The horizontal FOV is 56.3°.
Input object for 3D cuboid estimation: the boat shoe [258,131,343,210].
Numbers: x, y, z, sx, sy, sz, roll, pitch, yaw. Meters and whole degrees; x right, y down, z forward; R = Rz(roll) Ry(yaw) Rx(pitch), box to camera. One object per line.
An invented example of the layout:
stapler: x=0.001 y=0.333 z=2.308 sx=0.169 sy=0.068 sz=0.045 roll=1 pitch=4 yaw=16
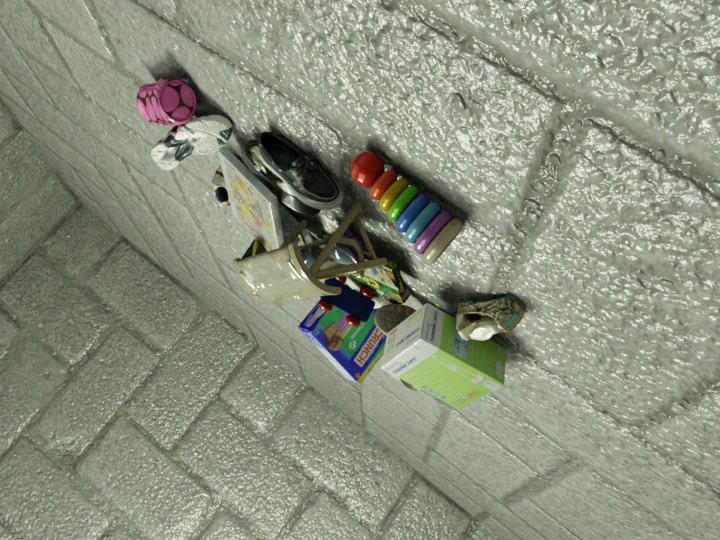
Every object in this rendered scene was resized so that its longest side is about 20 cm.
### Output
boat shoe: x=-0.113 y=-0.188 z=1.224 sx=0.199 sy=0.070 sz=0.067 roll=42 pitch=165 yaw=20

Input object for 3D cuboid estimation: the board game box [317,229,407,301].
board game box: x=0.003 y=-0.010 z=1.354 sx=0.197 sy=0.024 sz=0.106 roll=24 pitch=155 yaw=35

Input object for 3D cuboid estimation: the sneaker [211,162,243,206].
sneaker: x=-0.297 y=-0.180 z=1.557 sx=0.074 sy=0.091 sz=0.201 roll=32 pitch=160 yaw=20

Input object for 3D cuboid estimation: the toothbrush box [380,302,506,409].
toothbrush box: x=0.161 y=0.169 z=1.298 sx=0.197 sy=0.087 sz=0.146 roll=27 pitch=140 yaw=-17

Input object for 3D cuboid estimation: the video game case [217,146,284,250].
video game case: x=-0.224 y=-0.134 z=1.400 sx=0.200 sy=0.023 sz=0.184 roll=44 pitch=153 yaw=31

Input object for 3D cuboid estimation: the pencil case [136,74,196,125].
pencil case: x=-0.407 y=-0.352 z=1.393 sx=0.093 sy=0.092 sz=0.198 roll=35 pitch=169 yaw=-32

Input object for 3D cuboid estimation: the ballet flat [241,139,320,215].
ballet flat: x=-0.153 y=-0.184 z=1.303 sx=0.199 sy=0.073 sz=0.073 roll=41 pitch=162 yaw=7

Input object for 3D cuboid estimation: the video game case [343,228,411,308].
video game case: x=0.000 y=0.000 z=1.462 sx=0.200 sy=0.036 sz=0.181 roll=45 pitch=161 yaw=-11

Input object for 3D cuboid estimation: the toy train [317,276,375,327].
toy train: x=-0.068 y=0.042 z=1.471 sx=0.197 sy=0.086 sz=0.116 roll=29 pitch=177 yaw=-8

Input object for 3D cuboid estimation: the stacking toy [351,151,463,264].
stacking toy: x=0.062 y=-0.105 z=1.044 sx=0.199 sy=0.085 sz=0.086 roll=43 pitch=162 yaw=7

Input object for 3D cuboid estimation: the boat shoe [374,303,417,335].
boat shoe: x=0.122 y=0.125 z=1.403 sx=0.196 sy=0.077 sz=0.072 roll=16 pitch=164 yaw=22

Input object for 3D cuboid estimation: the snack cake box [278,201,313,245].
snack cake box: x=-0.182 y=-0.092 z=1.509 sx=0.200 sy=0.067 sz=0.116 roll=45 pitch=165 yaw=28

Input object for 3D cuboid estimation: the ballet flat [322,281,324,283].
ballet flat: x=-0.119 y=0.004 z=1.664 sx=0.067 sy=0.063 sz=0.199 roll=45 pitch=161 yaw=-15

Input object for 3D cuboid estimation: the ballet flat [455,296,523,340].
ballet flat: x=0.210 y=0.089 z=1.186 sx=0.068 sy=0.076 sz=0.199 roll=42 pitch=162 yaw=-12

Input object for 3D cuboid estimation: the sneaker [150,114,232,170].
sneaker: x=-0.341 y=-0.294 z=1.421 sx=0.196 sy=0.131 sz=0.080 roll=-25 pitch=121 yaw=28

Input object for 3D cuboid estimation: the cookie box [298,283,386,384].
cookie box: x=-0.024 y=0.143 z=1.623 sx=0.201 sy=0.172 sz=0.075 roll=49 pitch=162 yaw=-27

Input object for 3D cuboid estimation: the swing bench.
swing bench: x=-0.095 y=-0.016 z=1.248 sx=0.197 sy=0.199 sz=0.132 roll=-10 pitch=109 yaw=49

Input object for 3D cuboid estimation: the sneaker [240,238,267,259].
sneaker: x=-0.218 y=-0.022 z=1.505 sx=0.080 sy=0.075 sz=0.200 roll=36 pitch=-171 yaw=-2

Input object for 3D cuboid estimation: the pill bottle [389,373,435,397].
pill bottle: x=0.150 y=0.223 z=1.548 sx=0.114 sy=0.114 sz=0.199 roll=47 pitch=161 yaw=-21
